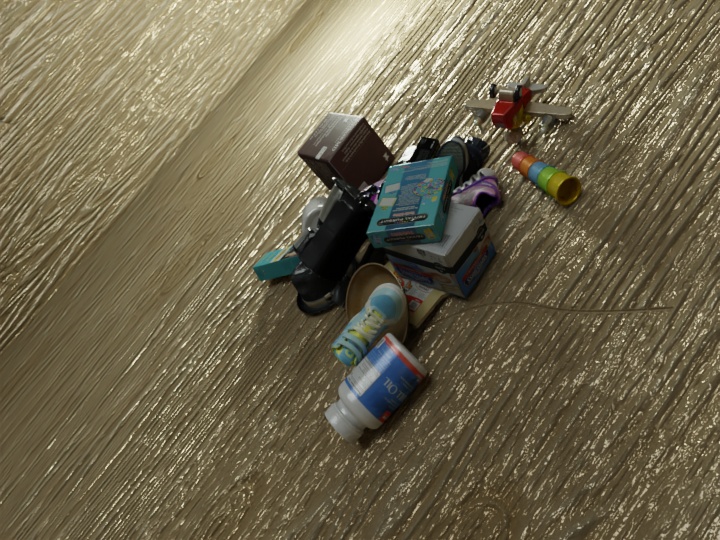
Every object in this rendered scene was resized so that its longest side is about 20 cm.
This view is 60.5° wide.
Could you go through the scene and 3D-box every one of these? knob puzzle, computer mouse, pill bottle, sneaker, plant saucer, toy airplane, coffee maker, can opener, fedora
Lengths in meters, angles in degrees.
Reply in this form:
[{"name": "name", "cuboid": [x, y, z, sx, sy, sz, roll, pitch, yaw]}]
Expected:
[{"name": "knob puzzle", "cuboid": [0.126, 0.023, 1.359, 0.215, 0.031, 0.223, -19, 42, 18]}, {"name": "computer mouse", "cuboid": [0.036, -0.175, 1.367, 0.034, 0.199, 0.059, 36, 116, 16]}, {"name": "pill bottle", "cuboid": [0.027, 0.230, 1.190, 0.200, 0.112, 0.112, -47, 35, 0]}, {"name": "sneaker", "cuboid": [0.239, -0.271, 1.410, 0.076, 0.203, 0.147, 31, 70, 18]}, {"name": "pill bottle", "cuboid": [-0.103, -0.135, 1.659, 0.114, 0.115, 0.200, -40, 17, 7]}, {"name": "plant saucer", "cuboid": [0.043, 0.086, 1.311, 0.198, 0.035, 0.207, 7, 99, 49]}, {"name": "toy airplane", "cuboid": [0.361, -0.369, 1.436, 0.193, 0.145, 0.201, -7, 24, -12]}, {"name": "coffee maker", "cuboid": [-0.045, -0.078, 1.408, 0.202, 0.133, 0.193, -56, 35, 15]}, {"name": "sneaker", "cuboid": [0.013, 0.119, 1.214, 0.131, 0.079, 0.201, -51, -3, -46]}, {"name": "sneaker", "cuboid": [0.231, -0.139, 1.377, 0.198, 0.080, 0.090, -35, 46, 16]}, {"name": "can opener", "cuboid": [0.000, 0.000, 1.484, 0.053, 0.067, 0.204, 12, 71, 50]}, {"name": "fedora", "cuboid": [-0.106, 0.009, 1.564, 0.198, 0.092, 0.204, -28, 38, 24]}, {"name": "sneaker", "cuboid": [0.131, -0.256, 1.613, 0.102, 0.060, 0.203, -7, 46, 41]}]

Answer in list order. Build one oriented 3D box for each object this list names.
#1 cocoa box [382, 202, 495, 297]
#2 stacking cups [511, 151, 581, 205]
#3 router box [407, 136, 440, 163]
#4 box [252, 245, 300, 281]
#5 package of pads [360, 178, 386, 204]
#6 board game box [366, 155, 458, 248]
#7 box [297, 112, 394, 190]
[{"name": "cocoa box", "cuboid": [0.157, -0.055, 1.288, 0.197, 0.132, 0.134, 19, 60, 43]}, {"name": "stacking cups", "cuboid": [0.380, -0.205, 1.294, 0.060, 0.061, 0.201, -40, 35, 6]}, {"name": "router box", "cuboid": [0.138, -0.185, 1.448, 0.050, 0.150, 0.203, 16, 65, 27]}, {"name": "box", "cuboid": [-0.206, -0.026, 1.724, 0.197, 0.050, 0.083, -13, 26, 39]}, {"name": "package of pads", "cuboid": [0.047, -0.158, 1.543, 0.199, 0.075, 0.123, -10, 50, 63]}, {"name": "board game box", "cuboid": [0.109, -0.141, 1.265, 0.147, 0.047, 0.203, -5, 47, 29]}, {"name": "box", "cuboid": [-0.043, -0.330, 1.773, 0.167, 0.164, 0.199, -52, 35, -10]}]
